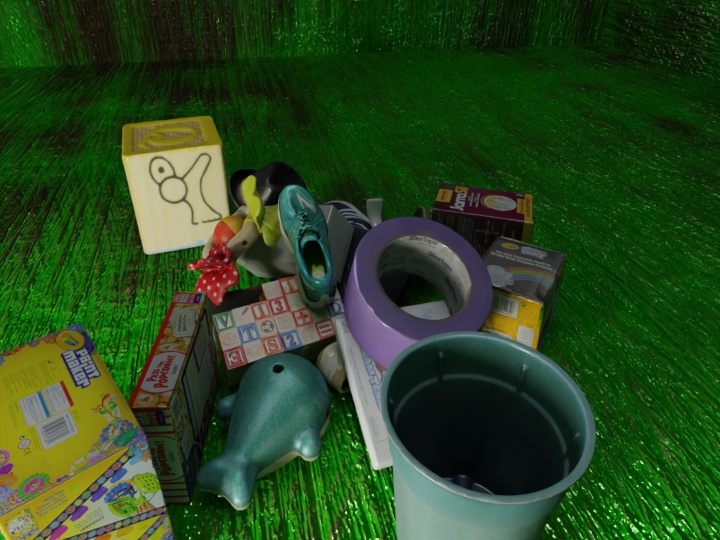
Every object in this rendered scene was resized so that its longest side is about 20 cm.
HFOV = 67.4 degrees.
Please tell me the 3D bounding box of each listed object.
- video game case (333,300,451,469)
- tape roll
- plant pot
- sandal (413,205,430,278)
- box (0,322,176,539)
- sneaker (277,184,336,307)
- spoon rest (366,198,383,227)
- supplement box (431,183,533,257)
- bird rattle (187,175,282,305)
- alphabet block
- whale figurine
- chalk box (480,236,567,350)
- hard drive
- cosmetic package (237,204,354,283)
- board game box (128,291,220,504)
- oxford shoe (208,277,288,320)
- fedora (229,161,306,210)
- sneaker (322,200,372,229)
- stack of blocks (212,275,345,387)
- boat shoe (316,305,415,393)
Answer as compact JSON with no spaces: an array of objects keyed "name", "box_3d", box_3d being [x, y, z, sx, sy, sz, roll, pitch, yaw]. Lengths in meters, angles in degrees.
[{"name":"video game case","box_3d":[0.071,0.142,0.727,0.175,0.024,0.205,-8,56,-19]},{"name":"tape roll","box_3d":[0.076,0.032,0.741,0.191,0.086,0.206,7,53,-9]},{"name":"plant pot","box_3d":[0.110,0.206,0.543,0.191,0.203,0.203,1,32,-1]},{"name":"sandal","box_3d":[0.105,-0.066,1.062,0.055,0.082,0.204,9,34,4]},{"name":"box","box_3d":[-0.287,0.202,0.541,0.119,0.199,0.198,-23,40,-33]},{"name":"sneaker","box_3d":[-0.075,-0.049,0.814,0.075,0.080,0.206,-15,66,-11]},{"name":"spoon rest","box_3d":[0.078,-0.071,0.984,0.096,0.063,0.199,-8,30,-34]},{"name":"supplement box","box_3d":[0.243,-0.093,1.087,0.192,0.107,0.132,9,34,12]},{"name":"bird rattle","box_3d":[-0.204,-0.045,0.890,0.203,0.112,0.162,-55,28,-9]},{"name":"alphabet block","box_3d":[-0.374,-0.182,1.114,0.188,0.207,0.197,-11,34,-20]},{"name":"whale figurine","box_3d":[-0.116,0.182,0.659,0.154,0.107,0.200,17,36,22]},{"name":"chalk box","box_3d":[0.254,0.036,0.876,0.121,0.128,0.199,17,35,26]},{"name":"hard drive","box_3d":[0.000,0.000,0.937,0.195,0.042,0.138,22,78,33]},{"name":"cosmetic package","box_3d":[-0.119,-0.048,0.946,0.194,0.085,0.111,6,69,32]},{"name":"board game box","box_3d":[-0.219,0.148,0.664,0.044,0.157,0.203,0,32,-2]},{"name":"oxford shoe","box_3d":[-0.171,0.059,0.900,0.193,0.074,0.071,-14,6,-19]},{"name":"fedora","box_3d":[-0.174,-0.163,1.111,0.198,0.091,0.204,36,29,-24]},{"name":"sneaker","box_3d":[-0.038,-0.083,1.078,0.197,0.073,0.106,32,30,34]},{"name":"stack of blocks","box_3d":[-0.121,0.081,0.816,0.193,0.059,0.118,-15,61,-23]},{"name":"boat shoe","box_3d":[0.032,0.120,0.795,0.195,0.076,0.069,-26,44,-22]}]
